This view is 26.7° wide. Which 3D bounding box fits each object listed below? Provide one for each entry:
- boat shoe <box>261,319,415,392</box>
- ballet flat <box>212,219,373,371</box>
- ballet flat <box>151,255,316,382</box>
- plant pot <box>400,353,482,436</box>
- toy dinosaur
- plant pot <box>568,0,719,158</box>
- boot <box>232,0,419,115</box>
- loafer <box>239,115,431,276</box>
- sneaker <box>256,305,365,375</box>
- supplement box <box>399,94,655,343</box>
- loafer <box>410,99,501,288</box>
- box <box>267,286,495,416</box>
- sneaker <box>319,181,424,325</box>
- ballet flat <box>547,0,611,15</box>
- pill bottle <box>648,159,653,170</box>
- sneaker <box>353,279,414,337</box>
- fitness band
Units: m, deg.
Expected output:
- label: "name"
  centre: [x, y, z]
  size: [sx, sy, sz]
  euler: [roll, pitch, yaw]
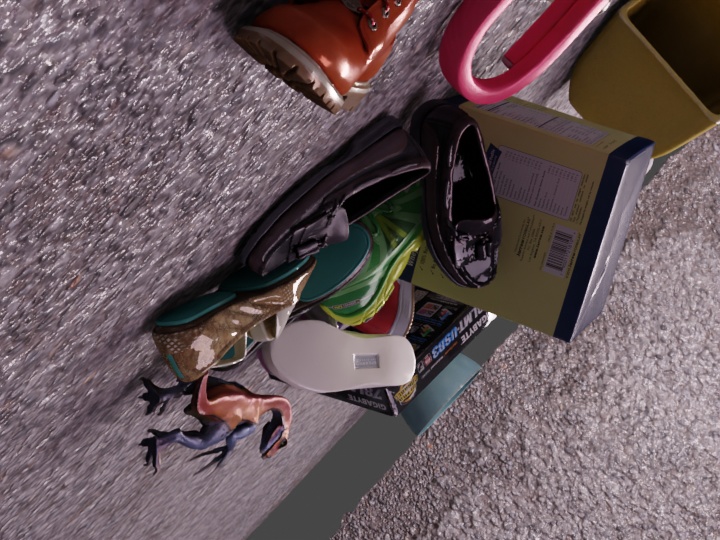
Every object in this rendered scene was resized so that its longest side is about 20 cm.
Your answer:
- label: "boat shoe"
  centre: [-0.033, 0.086, 1.513]
  size: [0.068, 0.072, 0.200]
  euler: [-9, 175, 43]
- label: "ballet flat"
  centre: [-0.075, 0.018, 1.420]
  size: [0.200, 0.068, 0.068]
  euler: [-37, -179, 0]
- label: "ballet flat"
  centre: [-0.104, 0.040, 1.310]
  size: [0.070, 0.065, 0.200]
  euler: [2, -159, 39]
- label: "plant pot"
  centre: [0.142, 0.235, 3.221]
  size: [0.200, 0.135, 0.200]
  euler: [-45, 171, -9]
- label: "toy dinosaur"
  centre: [-0.118, 0.142, 1.409]
  size: [0.181, 0.105, 0.200]
  euler: [-4, 173, -37]
- label: "plant pot"
  centre: [0.399, -0.261, 2.055]
  size: [0.195, 0.194, 0.200]
  euler: [-40, 178, -40]
- label: "boot"
  centre: [-0.011, -0.154, 0.911]
  size: [0.107, 0.075, 0.200]
  euler: [-52, 179, 13]
- label: "loafer"
  centre: [-0.018, -0.058, 1.324]
  size: [0.200, 0.063, 0.072]
  euler: [-43, 171, -24]
- label: "sneaker"
  centre: [-0.025, 0.036, 1.596]
  size: [0.200, 0.080, 0.088]
  euler: [-49, 151, 9]
- label: "supplement box"
  centre: [0.168, -0.063, 1.564]
  size: [0.134, 0.200, 0.200]
  euler: [-28, 135, -64]
- label: "loafer"
  centre: [0.098, -0.064, 1.439]
  size: [0.072, 0.063, 0.200]
  euler: [-32, 122, -26]
- label: "box"
  centre: [0.021, 0.074, 1.757]
  size: [0.198, 0.200, 0.050]
  euler: [-43, 128, -34]
- label: "sneaker"
  centre: [0.015, -0.044, 1.485]
  size: [0.074, 0.084, 0.200]
  euler: [18, -100, 58]
- label: "ballet flat"
  centre: [0.208, -0.273, 1.438]
  size: [0.069, 0.069, 0.200]
  euler: [-49, 171, 14]
- label: "pill bottle"
  centre: [0.531, -0.202, 3.197]
  size: [0.112, 0.112, 0.200]
  euler: [-43, 170, -26]
- label: "sneaker"
  centre: [0.000, 0.000, 1.723]
  size: [0.071, 0.112, 0.200]
  euler: [-54, -161, 27]
- label: "fitness band"
  centre: [0.149, -0.232, 1.318]
  size: [0.200, 0.037, 0.144]
  euler: [-48, 152, 8]
